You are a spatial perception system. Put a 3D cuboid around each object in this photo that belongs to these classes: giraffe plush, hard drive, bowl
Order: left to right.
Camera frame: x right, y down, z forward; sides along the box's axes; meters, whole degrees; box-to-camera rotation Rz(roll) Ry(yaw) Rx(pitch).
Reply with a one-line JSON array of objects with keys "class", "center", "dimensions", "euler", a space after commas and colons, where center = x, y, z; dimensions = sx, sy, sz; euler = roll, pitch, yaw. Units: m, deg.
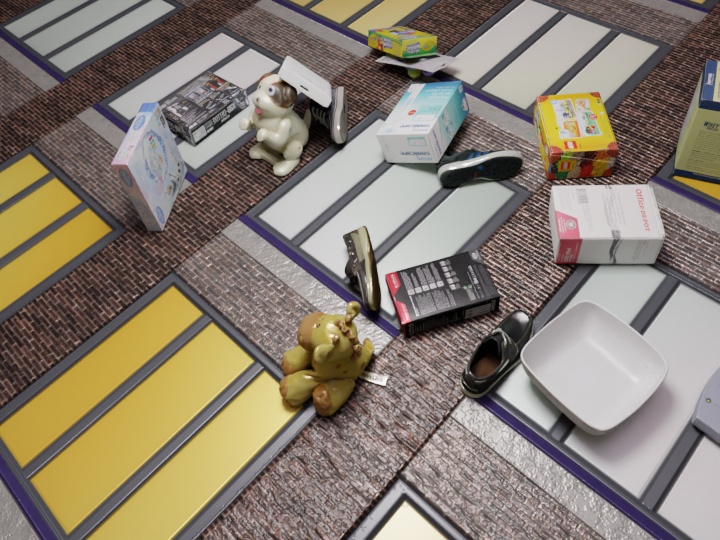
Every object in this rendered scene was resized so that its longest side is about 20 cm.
[{"class": "hard drive", "center": [-0.127, -0.446, 1.504], "dimensions": [0.130, 0.026, 0.201], "euler": [31, 19, -16]}, {"class": "giraffe plush", "center": [-0.054, 0.141, 1.120], "dimensions": [0.195, 0.164, 0.175], "euler": [-2, 51, 6]}, {"class": "bowl", "center": [0.394, 0.172, 1.096], "dimensions": [0.198, 0.075, 0.200], "euler": [-34, 55, -18]}]

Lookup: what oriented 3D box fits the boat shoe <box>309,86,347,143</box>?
[{"class": "boat shoe", "center": [-0.082, -0.381, 1.598], "dimensions": [0.090, 0.076, 0.203], "euler": [-7, 43, 10]}]

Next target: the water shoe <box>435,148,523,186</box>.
[{"class": "water shoe", "center": [0.266, -0.249, 1.443], "dimensions": [0.195, 0.072, 0.080], "euler": [-9, 49, -1]}]

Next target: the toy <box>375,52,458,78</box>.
[{"class": "toy", "center": [0.148, -0.541, 1.697], "dimensions": [0.198, 0.048, 0.114], "euler": [28, 49, 34]}]

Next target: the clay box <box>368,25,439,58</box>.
[{"class": "clay box", "center": [0.117, -0.609, 1.711], "dimensions": [0.113, 0.049, 0.199], "euler": [-17, 34, -26]}]

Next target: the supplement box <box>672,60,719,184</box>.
[{"class": "supplement box", "center": [0.783, -0.297, 1.331], "dimensions": [0.196, 0.202, 0.136], "euler": [15, 55, 18]}]

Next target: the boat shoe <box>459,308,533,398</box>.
[{"class": "boat shoe", "center": [0.250, 0.138, 1.147], "dimensions": [0.071, 0.068, 0.200], "euler": [31, 60, 29]}]

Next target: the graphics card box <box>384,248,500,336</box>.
[{"class": "graphics card box", "center": [0.157, 0.041, 1.244], "dimensions": [0.195, 0.051, 0.127], "euler": [-16, 51, -4]}]

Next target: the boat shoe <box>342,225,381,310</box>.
[{"class": "boat shoe", "center": [0.000, 0.000, 1.290], "dimensions": [0.063, 0.074, 0.203], "euler": [-15, 47, 9]}]

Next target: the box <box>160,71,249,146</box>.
[{"class": "box", "center": [-0.416, -0.429, 1.685], "dimensions": [0.156, 0.050, 0.200], "euler": [30, 61, 27]}]

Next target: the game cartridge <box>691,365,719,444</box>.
[{"class": "game cartridge", "center": [0.642, 0.214, 1.057], "dimensions": [0.199, 0.041, 0.133], "euler": [-38, 60, -21]}]

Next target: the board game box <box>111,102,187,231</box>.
[{"class": "board game box", "center": [-0.466, -0.230, 1.439], "dimensions": [0.042, 0.202, 0.202], "euler": [0, 51, 10]}]

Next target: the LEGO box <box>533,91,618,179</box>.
[{"class": "LEGO box", "center": [0.483, -0.308, 1.457], "dimensions": [0.145, 0.078, 0.203], "euler": [-3, 52, 5]}]

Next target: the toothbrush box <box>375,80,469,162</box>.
[{"class": "toothbrush box", "center": [0.148, -0.347, 1.503], "dimensions": [0.144, 0.086, 0.202], "euler": [8, 53, 36]}]

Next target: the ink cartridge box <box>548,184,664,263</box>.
[{"class": "ink cartridge box", "center": [0.486, -0.094, 1.285], "dimensions": [0.195, 0.086, 0.148], "euler": [-1, 52, 9]}]

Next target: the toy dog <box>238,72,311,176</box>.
[{"class": "toy dog", "center": [-0.188, -0.355, 1.501], "dimensions": [0.192, 0.202, 0.140], "euler": [-34, 55, -18]}]
